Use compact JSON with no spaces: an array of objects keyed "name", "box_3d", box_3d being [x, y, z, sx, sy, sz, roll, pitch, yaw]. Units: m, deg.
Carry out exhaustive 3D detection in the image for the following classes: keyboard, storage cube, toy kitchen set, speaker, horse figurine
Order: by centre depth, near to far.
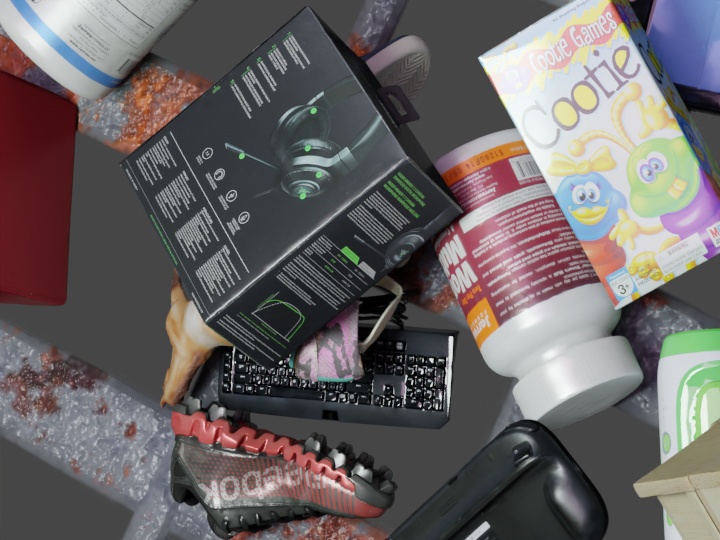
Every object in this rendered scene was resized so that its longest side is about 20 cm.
[{"name":"toy kitchen set","box_3d":[0.325,0.148,1.359,0.199,0.180,0.164,-33,93,-21]},{"name":"speaker","box_3d":[0.252,0.145,1.475,0.088,0.088,0.202,-5,80,22]},{"name":"horse figurine","box_3d":[-0.104,0.021,1.630,0.199,0.050,0.134,-26,49,51]},{"name":"keyboard","box_3d":[-0.023,0.063,1.631,0.198,0.040,0.105,3,84,23]},{"name":"storage cube","box_3d":[-0.347,-0.069,1.714,0.169,0.180,0.202,-2,80,23]}]

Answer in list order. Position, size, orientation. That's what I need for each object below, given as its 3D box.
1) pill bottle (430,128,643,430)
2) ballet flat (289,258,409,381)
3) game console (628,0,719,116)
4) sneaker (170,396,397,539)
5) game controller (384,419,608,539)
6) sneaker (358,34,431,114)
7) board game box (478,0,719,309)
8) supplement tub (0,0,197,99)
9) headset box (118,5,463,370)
[{"name":"pill bottle","box_3d":[0.123,0.007,1.538,0.109,0.109,0.201,-29,72,17]},{"name":"ballet flat","box_3d":[0.000,0.000,1.602,0.070,0.069,0.201,13,58,1]},{"name":"game console","box_3d":[0.256,-0.205,1.508,0.198,0.119,0.174,14,88,25]},{"name":"sneaker","box_3d":[-0.065,0.166,1.616,0.199,0.071,0.099,15,88,27]},{"name":"game controller","box_3d":[0.093,0.195,1.528,0.104,0.042,0.200,47,126,5]},{"name":"sneaker","box_3d":[-0.038,-0.132,1.651,0.199,0.075,0.085,-36,57,8]},{"name":"board game box","box_3d":[0.183,-0.090,1.500,0.102,0.105,0.201,-29,90,16]},{"name":"supplement tub","box_3d":[-0.190,-0.249,1.701,0.200,0.132,0.132,-45,68,11]},{"name":"headset box","box_3d":[-0.047,-0.065,1.523,0.200,0.093,0.175,-40,52,9]}]
